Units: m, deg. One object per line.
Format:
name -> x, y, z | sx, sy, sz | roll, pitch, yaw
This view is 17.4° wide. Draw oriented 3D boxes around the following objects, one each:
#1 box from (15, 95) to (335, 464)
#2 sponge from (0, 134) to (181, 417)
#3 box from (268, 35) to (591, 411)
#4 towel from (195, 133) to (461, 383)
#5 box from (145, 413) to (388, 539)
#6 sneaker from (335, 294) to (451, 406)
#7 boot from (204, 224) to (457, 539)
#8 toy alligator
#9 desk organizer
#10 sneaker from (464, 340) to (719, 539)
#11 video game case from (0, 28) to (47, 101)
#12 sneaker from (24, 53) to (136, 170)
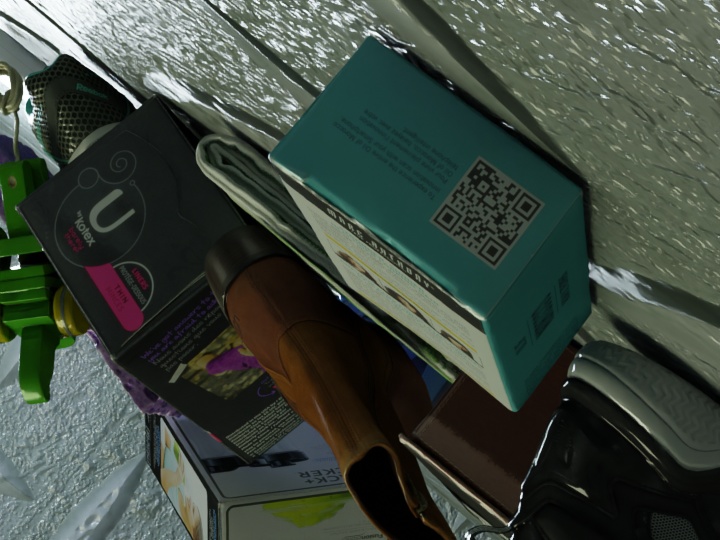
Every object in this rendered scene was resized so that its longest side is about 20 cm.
box -> -0.090, 0.011, 1.349 | 0.122, 0.106, 0.200 | 53, -177, 30
sponge -> -0.172, 0.003, 1.470 | 0.200, 0.030, 0.112 | 53, -177, 8
box -> 0.029, -0.009, 0.774 | 0.082, 0.049, 0.200 | 37, 175, 11
towel -> 0.000, 0.000, 1.243 | 0.149, 0.031, 0.200 | 39, 178, 24
box -> -0.061, 0.128, 1.510 | 0.116, 0.060, 0.200 | -5, -159, -16
sneaker -> 0.003, 0.062, 1.489 | 0.082, 0.074, 0.200 | 42, 173, -20
boot -> 0.015, 0.082, 1.164 | 0.200, 0.068, 0.188 | 52, 176, 49
toy alligator -> -0.192, -0.022, 1.390 | 0.059, 0.201, 0.054 | -8, 176, 16
desk organizer -> 0.085, 0.086, 1.073 | 0.072, 0.077, 0.200 | 38, 175, 18
sneaker -> 0.129, 0.124, 0.880 | 0.200, 0.114, 0.075 | 40, 175, -16
video game case -> -0.194, -0.100, 1.728 | 0.200, 0.023, 0.182 | 39, 175, -4
sneaker -> -0.165, -0.088, 1.456 | 0.091, 0.078, 0.200 | 55, 172, 2
